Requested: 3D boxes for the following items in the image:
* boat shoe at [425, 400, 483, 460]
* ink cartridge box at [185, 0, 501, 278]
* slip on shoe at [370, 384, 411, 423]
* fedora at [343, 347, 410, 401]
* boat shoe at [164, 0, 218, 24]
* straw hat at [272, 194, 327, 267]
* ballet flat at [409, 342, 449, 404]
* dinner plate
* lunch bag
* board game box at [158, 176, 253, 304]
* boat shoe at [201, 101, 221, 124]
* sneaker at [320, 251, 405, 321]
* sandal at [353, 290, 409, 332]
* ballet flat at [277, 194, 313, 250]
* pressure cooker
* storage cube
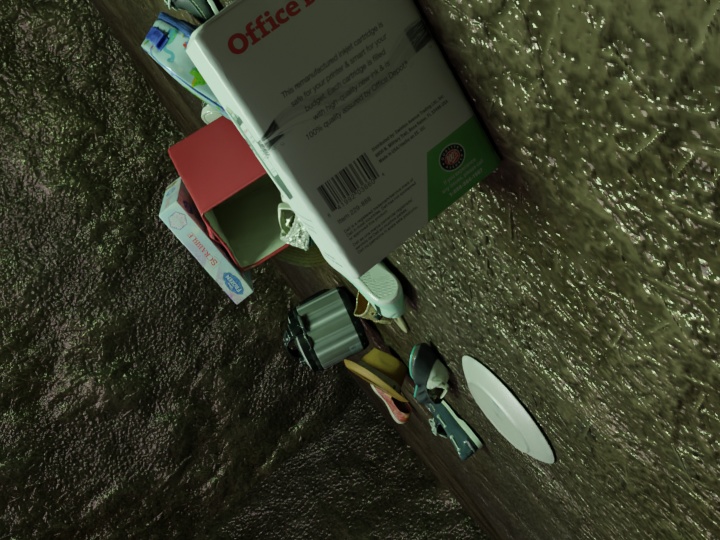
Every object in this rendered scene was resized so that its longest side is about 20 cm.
[{"bbox_3d":[0.188,0.338,1.510,0.200,0.062,0.075,43,169,49],"label":"boat shoe"},{"bbox_3d":[-0.012,-0.121,0.513,0.201,0.145,0.084,56,171,-20],"label":"ink cartridge box"},{"bbox_3d":[0.095,0.382,2.172,0.201,0.074,0.061,57,138,14],"label":"slip on shoe"},{"bbox_3d":[0.054,0.247,1.707,0.199,0.082,0.201,30,170,6],"label":"fedora"},{"bbox_3d":[-0.267,-0.405,0.981,0.201,0.060,0.076,51,170,12],"label":"boat shoe"},{"bbox_3d":[-0.121,-0.105,1.290,0.201,0.200,0.086,48,127,25],"label":"straw hat"},{"bbox_3d":[0.131,0.195,1.274,0.073,0.073,0.201,47,163,29],"label":"ballet flat"},{"bbox_3d":[0.213,0.213,1.041,0.201,0.024,0.200,51,170,13],"label":"dinner plate"},{"bbox_3d":[-0.237,-0.305,1.030,0.160,0.083,0.200,32,-174,-35],"label":"lunch bag"},{"bbox_3d":[-0.269,-0.058,1.223,0.200,0.041,0.200,53,-178,-22],"label":"board game box"},{"bbox_3d":[-0.237,-0.280,1.305,0.200,0.073,0.061,35,-126,-66],"label":"boat shoe"},{"bbox_3d":[0.000,0.000,1.144,0.201,0.073,0.118,50,174,26],"label":"sneaker"},{"bbox_3d":[0.009,0.054,1.304,0.213,0.069,0.078,57,170,-25],"label":"sandal"},{"bbox_3d":[-0.094,-0.098,1.067,0.072,0.071,0.201,49,150,20],"label":"ballet flat"},{"bbox_3d":[-0.096,0.153,1.726,0.178,0.198,0.179,65,177,-18],"label":"pressure cooker"},{"bbox_3d":[-0.187,-0.144,1.169,0.180,0.199,0.172,53,174,36],"label":"storage cube"}]
